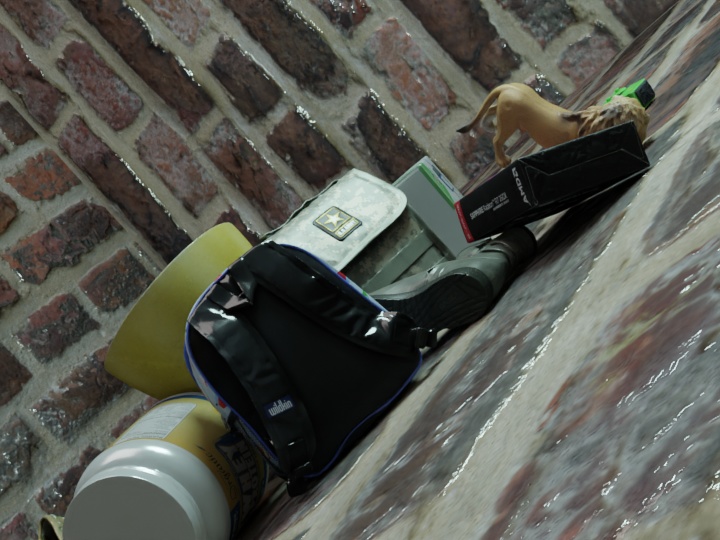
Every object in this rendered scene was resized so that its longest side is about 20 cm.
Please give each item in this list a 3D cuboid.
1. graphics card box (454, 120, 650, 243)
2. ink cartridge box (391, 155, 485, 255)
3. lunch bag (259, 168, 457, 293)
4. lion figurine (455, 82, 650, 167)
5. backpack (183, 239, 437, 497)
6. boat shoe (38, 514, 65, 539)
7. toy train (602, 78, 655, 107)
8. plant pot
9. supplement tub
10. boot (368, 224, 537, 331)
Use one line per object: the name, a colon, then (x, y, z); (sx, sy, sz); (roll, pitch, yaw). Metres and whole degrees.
graphics card box: (0.180, -0.082, 1.141); (0.125, 0.051, 0.200); (-19, -3, -14)
ink cartridge box: (0.104, -0.076, 1.631); (0.087, 0.145, 0.200); (-41, 2, 9)
lunch bag: (0.000, 0.000, 1.285); (0.164, 0.200, 0.118); (-42, 2, -28)
lion figurine: (0.202, -0.156, 1.249); (0.123, 0.199, 0.073); (96, -164, -53)
backpack: (-0.064, 0.075, 1.072); (0.200, 0.191, 0.154); (-44, 2, -21)
boat shoe: (-0.284, 0.314, 1.138); (0.073, 0.063, 0.200); (-58, 26, 13)
toy train: (0.312, -0.183, 1.454); (0.056, 0.042, 0.200); (-25, 14, 45)
plant pot: (-0.145, 0.073, 1.212); (0.200, 0.142, 0.200); (-49, -7, -8)
supplement tub: (-0.175, 0.207, 1.073); (0.145, 0.145, 0.200); (-42, 3, 17)
boot: (0.079, 0.021, 1.173); (0.200, 0.068, 0.131); (-20, 12, 39)
